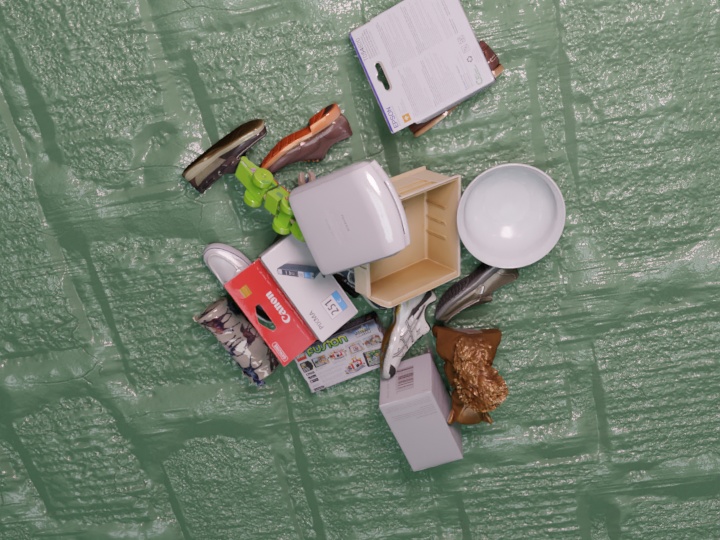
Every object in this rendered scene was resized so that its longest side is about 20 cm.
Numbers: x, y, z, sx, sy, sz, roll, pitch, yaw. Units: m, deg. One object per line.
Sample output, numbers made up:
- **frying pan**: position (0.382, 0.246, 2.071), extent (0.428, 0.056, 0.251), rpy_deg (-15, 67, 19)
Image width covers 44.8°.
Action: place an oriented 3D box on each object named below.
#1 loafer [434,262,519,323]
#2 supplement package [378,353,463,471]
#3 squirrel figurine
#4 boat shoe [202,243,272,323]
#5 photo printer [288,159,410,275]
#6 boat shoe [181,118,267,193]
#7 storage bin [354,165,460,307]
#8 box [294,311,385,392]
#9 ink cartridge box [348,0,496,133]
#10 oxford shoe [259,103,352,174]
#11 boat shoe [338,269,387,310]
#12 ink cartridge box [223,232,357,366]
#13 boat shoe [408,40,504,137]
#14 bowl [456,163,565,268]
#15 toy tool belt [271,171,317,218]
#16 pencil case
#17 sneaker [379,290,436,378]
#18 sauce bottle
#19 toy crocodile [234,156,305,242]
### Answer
- **loafer**: position (0.228, 0.044, 1.705), extent (0.199, 0.075, 0.070), rpy_deg (-39, 102, 21)
- **supplement package**: position (0.125, 0.293, 1.796), extent (0.116, 0.118, 0.202), rpy_deg (-18, 122, 14)
- **squirrel figurine**: position (0.213, 0.215, 1.709), extent (0.139, 0.200, 0.190), rpy_deg (3, 95, -3)
- **boat shoe**: position (-0.238, 0.029, 1.748), extent (0.072, 0.066, 0.200), rpy_deg (-36, 108, 20)
- **photo printer**: position (-0.013, -0.089, 1.484), extent (0.198, 0.069, 0.169), rpy_deg (-15, 103, 40)
- **boat shoe**: position (-0.245, -0.212, 1.635), extent (0.198, 0.074, 0.065), rpy_deg (-27, 116, 27)
- **storage bin**: position (0.084, -0.064, 1.599), extent (0.093, 0.197, 0.203), rpy_deg (25, 128, 44)
- **box**: position (-0.035, 0.171, 1.814), extent (0.197, 0.035, 0.111), rpy_deg (-22, 112, 15)
- **ink cartridge box**: position (0.105, -0.365, 1.498), extent (0.198, 0.041, 0.202), rpy_deg (-24, 85, 16)
- **oxford shoe**: position (-0.104, -0.221, 1.614), extent (0.198, 0.072, 0.073), rpy_deg (-32, 114, 18)
- **boat shoe**: position (0.000, 0.000, 1.680), extent (0.075, 0.062, 0.201), rpy_deg (-46, 109, -22)
- **ink cartridge box**: position (-0.130, 0.053, 1.649), extent (0.175, 0.045, 0.201), rpy_deg (-38, 101, -10)
- **boat shoe**: position (0.157, -0.321, 1.543), extent (0.199, 0.071, 0.070), rpy_deg (-39, 103, 13)
- **bowl**: position (0.275, -0.114, 1.616), extent (0.197, 0.091, 0.204), rpy_deg (2, 116, 5)
- **toy tool belt**: position (-0.063, -0.135, 1.632), extent (0.197, 0.124, 0.125), rpy_deg (18, 106, 23)
- **pencil case**: position (-0.252, 0.144, 1.798), extent (0.089, 0.078, 0.201), rpy_deg (-39, 108, 0)
- **sneaker**: position (0.096, 0.125, 1.738), extent (0.086, 0.076, 0.203), rpy_deg (14, 100, -12)
- **sauce bottle**: position (-0.079, -0.014, 1.712), extent (0.199, 0.065, 0.065), rpy_deg (34, 114, -12)
- **toy crocodile**: position (-0.153, -0.130, 1.582), extent (0.200, 0.061, 0.068), rpy_deg (43, 134, 17)
